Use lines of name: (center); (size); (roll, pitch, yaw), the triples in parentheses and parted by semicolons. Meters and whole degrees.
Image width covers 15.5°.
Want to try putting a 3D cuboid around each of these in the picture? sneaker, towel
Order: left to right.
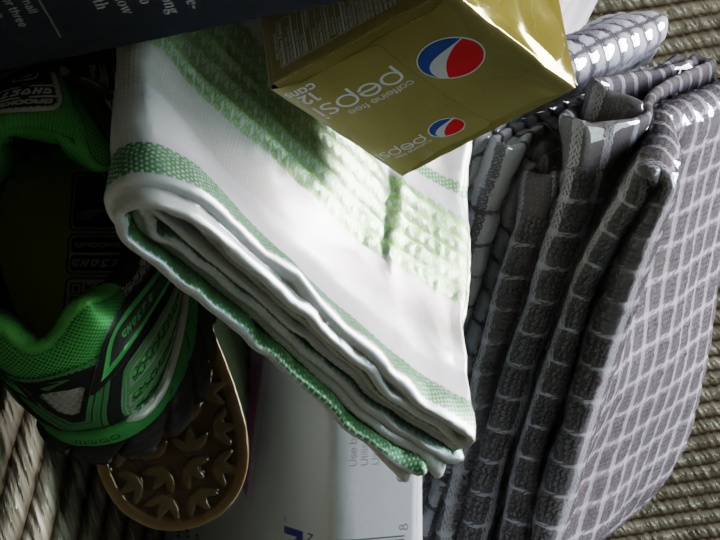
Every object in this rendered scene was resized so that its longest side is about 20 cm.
sneaker: (-0.077, -0.052, 0.751); (0.085, 0.078, 0.201); (64, 18, -70)
sneaker: (-0.074, -0.018, 0.863); (0.090, 0.067, 0.201); (-177, -102, -86)
towel: (-0.011, -0.055, 0.776); (0.149, 0.031, 0.201); (43, 37, -37)
towel: (0.077, 0.017, 0.956); (0.165, 0.085, 0.201); (-25, 134, -60)

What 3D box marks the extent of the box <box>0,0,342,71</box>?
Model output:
box: (-0.031, -0.155, 0.690); (0.107, 0.199, 0.149); (65, 16, -57)

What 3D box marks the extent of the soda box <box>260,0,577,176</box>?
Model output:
soda box: (0.006, -0.133, 0.780); (0.068, 0.064, 0.201); (31, 43, -47)

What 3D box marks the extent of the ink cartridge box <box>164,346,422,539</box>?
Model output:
ink cartridge box: (-0.038, 0.047, 0.934); (0.200, 0.043, 0.197); (8, -80, 63)

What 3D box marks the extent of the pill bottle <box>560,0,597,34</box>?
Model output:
pill bottle: (-0.008, -0.137, 1.008); (0.104, 0.200, 0.104); (-57, 171, -14)
